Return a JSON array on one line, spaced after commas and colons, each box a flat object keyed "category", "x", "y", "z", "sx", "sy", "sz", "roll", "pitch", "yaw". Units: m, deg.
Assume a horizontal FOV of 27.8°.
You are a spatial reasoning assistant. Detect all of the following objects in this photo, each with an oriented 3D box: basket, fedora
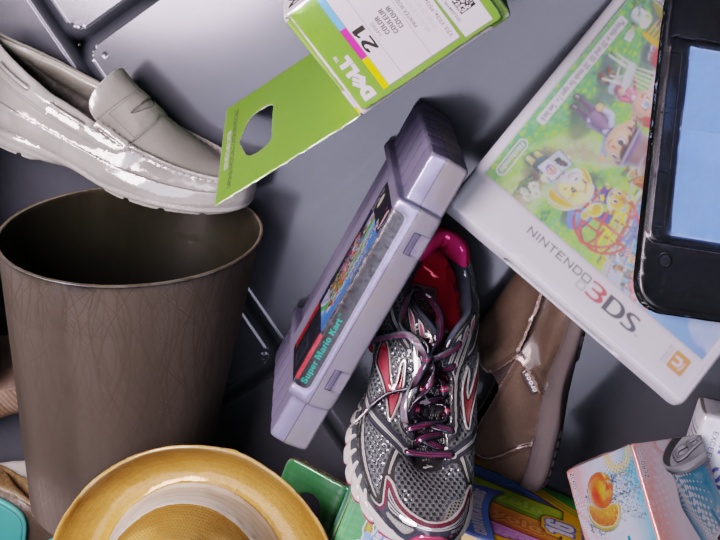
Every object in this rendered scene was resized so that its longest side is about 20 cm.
[{"category": "basket", "x": -0.150, "y": 0.065, "z": 0.930, "sx": 0.136, "sy": 0.180, "sz": 0.201, "roll": 26, "pitch": 121, "yaw": 34}, {"category": "fedora", "x": -0.105, "y": 0.207, "z": 0.858, "sx": 0.200, "sy": 0.082, "sz": 0.202, "roll": 1, "pitch": 99, "yaw": 5}]

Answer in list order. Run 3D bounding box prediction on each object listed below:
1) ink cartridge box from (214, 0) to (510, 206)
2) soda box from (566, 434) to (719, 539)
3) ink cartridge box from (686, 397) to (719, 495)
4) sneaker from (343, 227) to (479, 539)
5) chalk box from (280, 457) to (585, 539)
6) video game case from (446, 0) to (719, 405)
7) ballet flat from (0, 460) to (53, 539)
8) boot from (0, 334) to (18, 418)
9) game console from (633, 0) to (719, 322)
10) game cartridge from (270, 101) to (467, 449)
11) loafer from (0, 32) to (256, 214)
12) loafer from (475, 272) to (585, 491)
[{"category": "ink cartridge box", "x": -0.023, "y": -0.144, "z": 0.843, "sx": 0.200, "sy": 0.148, "sz": 0.076, "roll": -32, "pitch": 116, "yaw": 15}, {"category": "soda box", "x": 0.194, "y": 0.206, "z": 0.885, "sx": 0.064, "sy": 0.068, "sz": 0.201, "roll": -32, "pitch": 66, "yaw": 49}, {"category": "ink cartridge box", "x": 0.289, "y": 0.202, "z": 0.948, "sx": 0.199, "sy": 0.043, "sz": 0.197, "roll": 15, "pitch": 106, "yaw": 6}, {"category": "sneaker", "x": 0.035, "y": 0.069, "z": 0.875, "sx": 0.080, "sy": 0.201, "sz": 0.075, "roll": 6, "pitch": 151, "yaw": -15}, {"category": "chalk box", "x": 0.033, "y": 0.189, "z": 0.941, "sx": 0.199, "sy": 0.124, "sz": 0.125, "roll": 21, "pitch": 106, "yaw": 3}, {"category": "video game case", "x": 0.180, "y": -0.054, "z": 0.865, "sx": 0.182, "sy": 0.022, "sz": 0.200, "roll": 40, "pitch": 81, "yaw": -3}, {"category": "ballet flat", "x": -0.215, "y": 0.170, "z": 1.002, "sx": 0.199, "sy": 0.072, "sz": 0.068, "roll": 20, "pitch": 123, "yaw": 3}, {"category": "boot", "x": -0.301, "y": 0.040, "z": 0.947, "sx": 0.155, "sy": 0.077, "sz": 0.200, "roll": -11, "pitch": 147, "yaw": 11}, {"category": "game console", "x": 0.257, "y": -0.068, "z": 0.806, "sx": 0.171, "sy": 0.119, "sz": 0.201, "roll": 8, "pitch": 84, "yaw": -7}, {"category": "game cartridge", "x": 0.000, "y": 0.000, "z": 0.894, "sx": 0.038, "sy": 0.130, "sz": 0.201, "roll": 28, "pitch": 107, "yaw": -7}, {"category": "loafer", "x": -0.158, "y": -0.093, "z": 0.926, "sx": 0.199, "sy": 0.070, "sz": 0.070, "roll": 20, "pitch": 115, "yaw": 4}, {"category": "loafer", "x": 0.104, "y": 0.043, "z": 0.918, "sx": 0.071, "sy": 0.073, "sz": 0.201, "roll": 12, "pitch": 105, "yaw": 7}]
